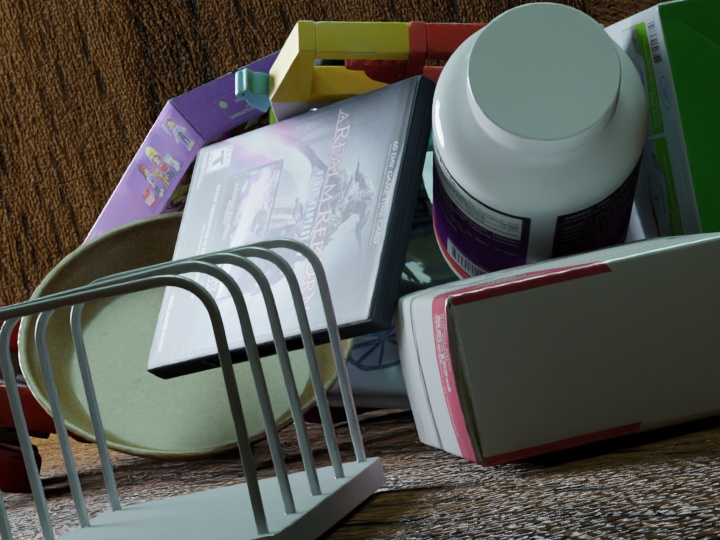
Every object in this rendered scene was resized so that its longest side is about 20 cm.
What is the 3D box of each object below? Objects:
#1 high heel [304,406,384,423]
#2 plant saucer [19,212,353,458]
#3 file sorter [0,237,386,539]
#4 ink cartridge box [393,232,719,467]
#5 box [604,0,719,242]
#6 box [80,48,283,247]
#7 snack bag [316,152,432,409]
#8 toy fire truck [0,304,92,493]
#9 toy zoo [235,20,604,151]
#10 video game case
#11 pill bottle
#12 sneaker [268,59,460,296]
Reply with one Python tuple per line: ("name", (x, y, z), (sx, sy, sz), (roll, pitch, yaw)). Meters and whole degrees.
("high heel", (-0.006, 0.008, 1.531), (0.096, 0.068, 0.201), (-5, 47, 14))
("plant saucer", (-0.102, 0.046, 1.418), (0.199, 0.036, 0.201), (-2, 44, 2))
("file sorter", (-0.088, 0.062, 1.029), (0.138, 0.125, 0.200), (-13, 2, 13))
("ink cartridge box", (0.101, 0.036, 1.159), (0.146, 0.083, 0.200), (-13, 1, -7))
("box", (0.203, -0.050, 1.323), (0.096, 0.201, 0.176), (-12, 1, -6))
("box", (-0.109, -0.055, 1.561), (0.137, 0.039, 0.200), (-30, -18, -46))
("snack bag", (0.000, 0.000, 1.485), (0.188, 0.201, 0.021), (-1, -37, 25))
("toy fire truck", (-0.182, 0.089, 1.537), (0.167, 0.113, 0.200), (12, -2, -9))
("toy zoo", (0.029, -0.102, 1.342), (0.199, 0.021, 0.131), (0, -21, -5))
("video game case", (-0.040, -0.021, 1.313), (0.019, 0.143, 0.200), (26, -26, -33))
("pill bottle", (0.094, -0.063, 1.265), (0.112, 0.113, 0.200), (-13, -21, -4))
("sneaker", (0.008, -0.059, 1.430), (0.074, 0.200, 0.081), (-12, -34, -33))
